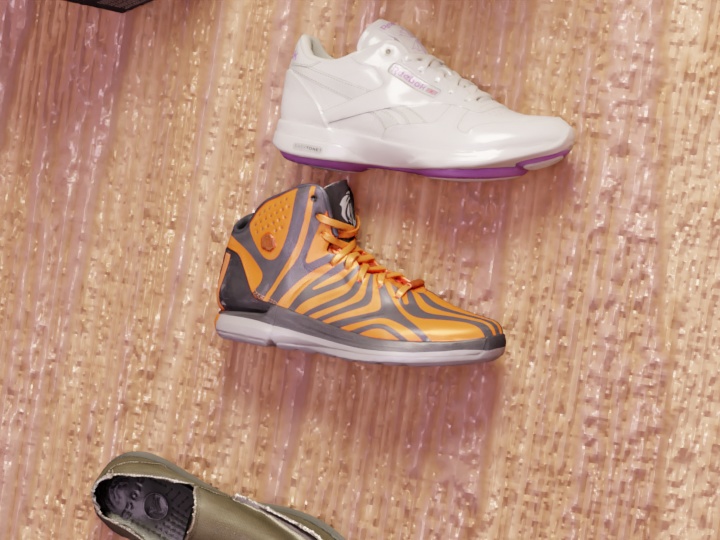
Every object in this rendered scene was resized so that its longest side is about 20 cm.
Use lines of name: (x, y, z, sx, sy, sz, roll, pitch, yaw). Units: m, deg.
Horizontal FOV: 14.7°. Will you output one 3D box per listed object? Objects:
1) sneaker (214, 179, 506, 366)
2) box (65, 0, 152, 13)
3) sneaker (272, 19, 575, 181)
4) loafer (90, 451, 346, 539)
sneaker: (0.000, 0.000, 1.773, 0.200, 0.078, 0.112, 8, 93, 20)
box: (-0.179, -0.282, 1.786, 0.104, 0.182, 0.200, -20, 82, 19)
sneaker: (0.039, -0.107, 1.762, 0.200, 0.075, 0.100, 7, 93, 20)
loafer: (-0.094, 0.178, 1.808, 0.200, 0.070, 0.075, 20, 96, 19)
